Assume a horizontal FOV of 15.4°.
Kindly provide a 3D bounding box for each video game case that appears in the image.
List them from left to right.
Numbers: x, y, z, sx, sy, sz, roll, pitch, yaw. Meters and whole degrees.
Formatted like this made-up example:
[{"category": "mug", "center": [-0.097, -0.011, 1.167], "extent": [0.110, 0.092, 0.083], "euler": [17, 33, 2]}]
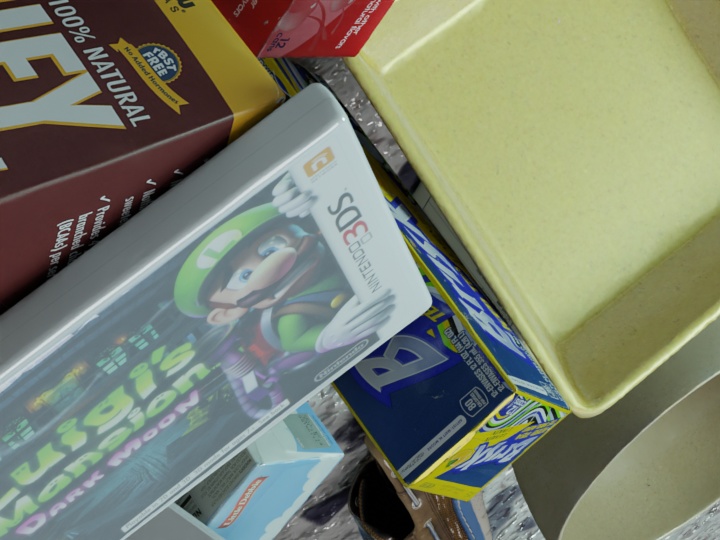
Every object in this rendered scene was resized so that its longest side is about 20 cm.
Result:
[{"category": "video game case", "center": [-0.071, 0.034, 0.977], "extent": [0.200, 0.023, 0.182], "euler": [-37, 155, -4]}]

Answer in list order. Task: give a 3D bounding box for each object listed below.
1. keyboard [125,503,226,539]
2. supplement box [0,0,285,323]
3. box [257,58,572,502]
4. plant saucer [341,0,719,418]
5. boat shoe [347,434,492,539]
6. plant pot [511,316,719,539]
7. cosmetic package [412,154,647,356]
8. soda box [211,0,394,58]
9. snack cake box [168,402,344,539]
[{"category": "keyboard", "center": [-0.116, 0.113, 1.207], "extent": [0.056, 0.200, 0.011], "euler": [-51, -172, 22]}, {"category": "supplement box", "center": [-0.162, -0.016, 0.957], "extent": [0.199, 0.133, 0.198], "euler": [-22, 151, -31]}, {"category": "box", "center": [0.000, 0.000, 1.123], "extent": [0.064, 0.200, 0.070], "euler": [-42, 156, 12]}, {"category": "plant saucer", "center": [0.103, -0.067, 1.172], "extent": [0.200, 0.200, 0.048], "euler": [-37, -171, -24]}, {"category": "boat shoe", "center": [0.030, 0.134, 1.573], "extent": [0.072, 0.072, 0.200], "euler": [-26, 144, -14]}, {"category": "plant pot", "center": [0.154, 0.054, 1.507], "extent": [0.200, 0.135, 0.201], "euler": [-30, 154, -16]}, {"category": "cosmetic package", "center": [0.089, -0.029, 1.314], "extent": [0.071, 0.105, 0.200], "euler": [-15, 149, -40]}, {"category": "soda box", "center": [0.012, -0.173, 0.993], "extent": [0.063, 0.070, 0.200], "euler": [-7, 142, -50]}, {"category": "snack cake box", "center": [-0.111, 0.114, 1.276], "extent": [0.067, 0.115, 0.200], "euler": [-2, 138, -53]}]
